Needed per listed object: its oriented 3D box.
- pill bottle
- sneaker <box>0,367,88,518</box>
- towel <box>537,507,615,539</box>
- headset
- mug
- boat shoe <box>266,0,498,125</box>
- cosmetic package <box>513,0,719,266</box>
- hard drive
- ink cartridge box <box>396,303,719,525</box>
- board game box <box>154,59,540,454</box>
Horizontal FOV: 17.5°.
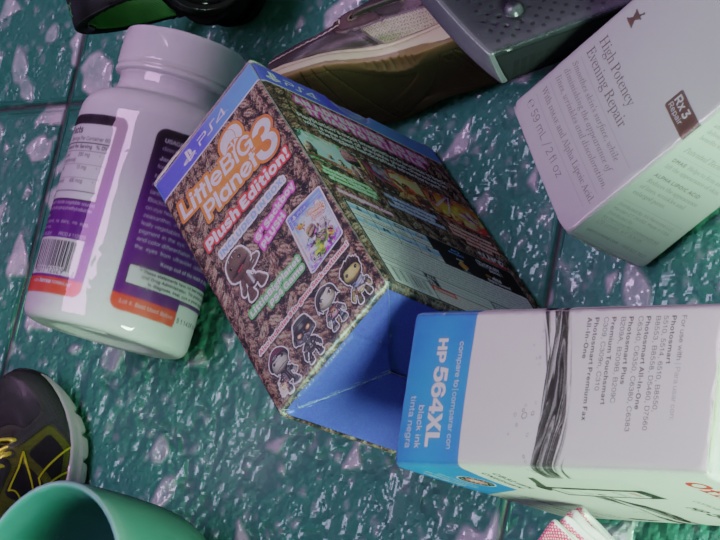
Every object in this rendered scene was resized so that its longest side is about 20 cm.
[{"bbox_3d":[-0.140,-0.052,1.517,0.111,0.111,0.201,7,79,47],"label":"pill bottle"},{"bbox_3d":[-0.232,0.152,1.546,0.074,0.084,0.201,-27,56,35],"label":"sneaker"},{"bbox_3d":[0.098,0.238,1.180,0.146,0.030,0.200,43,108,18],"label":"towel"},{"bbox_3d":[-0.101,-0.211,1.543,0.199,0.123,0.095,-16,88,9],"label":"headset"},{"bbox_3d":[-0.161,0.226,1.421,0.185,0.114,0.152,-53,45,17],"label":"mug"},{"bbox_3d":[0.027,-0.139,1.418,0.200,0.072,0.066,-13,56,34],"label":"boat shoe"},{"bbox_3d":[0.185,-0.103,1.236,0.200,0.074,0.102,-42,48,27],"label":"cosmetic package"},{"bbox_3d":[0.085,-0.190,1.346,0.134,0.042,0.200,-21,49,-13],"label":"hard drive"},{"bbox_3d":[0.140,0.074,1.152,0.199,0.146,0.085,-2,73,46],"label":"ink cartridge box"},{"bbox_3d":[0.000,0.000,1.317,0.097,0.159,0.200,-49,45,19],"label":"board game box"}]
